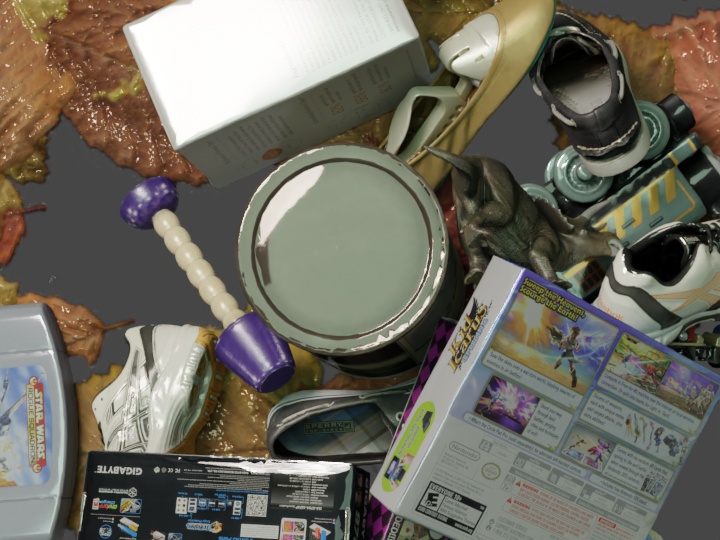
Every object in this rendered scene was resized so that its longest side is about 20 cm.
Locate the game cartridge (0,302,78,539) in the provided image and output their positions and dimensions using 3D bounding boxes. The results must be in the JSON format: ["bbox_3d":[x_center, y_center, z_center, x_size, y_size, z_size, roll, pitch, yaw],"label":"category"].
[{"bbox_3d":[-0.295,0.128,1.246,0.133,0.042,0.200,-6,80,11],"label":"game cartridge"}]

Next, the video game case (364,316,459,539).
[{"bbox_3d":[0.092,0.157,1.131,0.036,0.181,0.200,15,80,52],"label":"video game case"}]

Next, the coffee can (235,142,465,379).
[{"bbox_3d":[0.000,0.000,1.142,0.146,0.200,0.147,-1,81,8],"label":"coffee can"}]

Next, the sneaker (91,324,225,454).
[{"bbox_3d":[-0.174,0.135,1.209,0.088,0.076,0.200,9,66,20],"label":"sneaker"}]

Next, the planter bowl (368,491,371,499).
[{"bbox_3d":[-0.063,0.241,1.147,0.200,0.135,0.201,-1,80,8],"label":"planter bowl"}]

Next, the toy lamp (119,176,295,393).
[{"bbox_3d":[-0.117,0.011,1.204,0.058,0.058,0.200,-39,65,0],"label":"toy lamp"}]

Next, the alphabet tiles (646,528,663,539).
[{"bbox_3d":[0.164,0.272,1.129,0.200,0.015,0.196,35,79,-13],"label":"alphabet tiles"}]

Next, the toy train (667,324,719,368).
[{"bbox_3d":[0.229,0.051,1.164,0.200,0.034,0.046,3,92,-11],"label":"toy train"}]

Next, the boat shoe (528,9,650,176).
[{"bbox_3d":[0.161,-0.149,1.165,0.074,0.060,0.200,-25,39,13],"label":"boat shoe"}]

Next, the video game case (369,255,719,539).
[{"bbox_3d":[0.132,0.112,1.059,0.200,0.045,0.181,28,92,-28],"label":"video game case"}]

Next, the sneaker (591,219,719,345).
[{"bbox_3d":[0.253,-0.004,1.136,0.200,0.080,0.074,-25,52,-32],"label":"sneaker"}]

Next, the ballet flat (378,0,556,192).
[{"bbox_3d":[0.074,-0.137,1.182,0.200,0.063,0.069,-57,36,25],"label":"ballet flat"}]

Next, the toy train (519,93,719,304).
[{"bbox_3d":[0.187,-0.046,1.191,0.200,0.085,0.114,-37,91,-1],"label":"toy train"}]

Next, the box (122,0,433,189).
[{"bbox_3d":[-0.058,-0.163,1.200,0.200,0.152,0.106,-24,80,3],"label":"box"}]

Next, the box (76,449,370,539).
[{"bbox_3d":[-0.099,0.208,1.063,0.200,0.046,0.159,1,76,15],"label":"box"}]

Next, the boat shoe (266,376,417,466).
[{"bbox_3d":[0.023,0.118,1.178,0.200,0.066,0.070,-3,108,8],"label":"boat shoe"}]

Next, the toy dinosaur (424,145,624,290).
[{"bbox_3d":[0.096,-0.034,1.081,0.077,0.200,0.102,-36,37,33],"label":"toy dinosaur"}]
